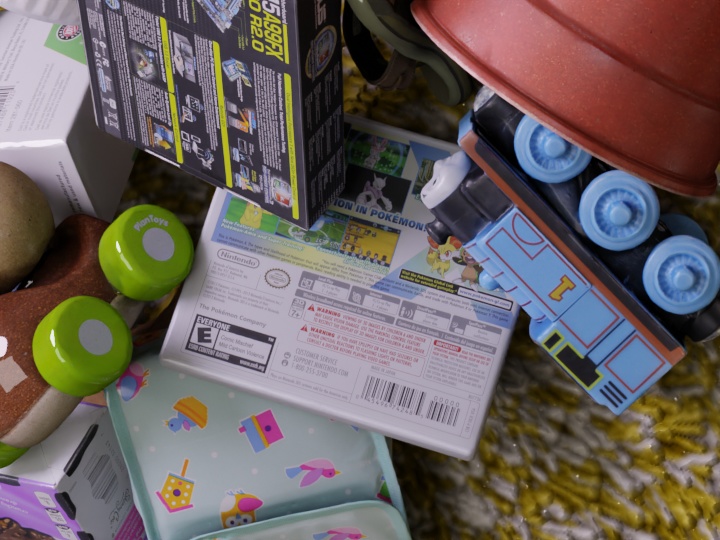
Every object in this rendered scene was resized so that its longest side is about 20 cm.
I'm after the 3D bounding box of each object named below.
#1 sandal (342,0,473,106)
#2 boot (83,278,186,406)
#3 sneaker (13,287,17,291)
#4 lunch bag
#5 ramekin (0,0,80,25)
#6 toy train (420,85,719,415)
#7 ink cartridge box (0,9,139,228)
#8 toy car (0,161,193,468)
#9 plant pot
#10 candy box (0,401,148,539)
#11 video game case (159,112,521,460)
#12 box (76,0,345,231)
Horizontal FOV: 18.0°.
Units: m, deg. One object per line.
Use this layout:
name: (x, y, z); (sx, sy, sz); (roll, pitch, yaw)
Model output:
sandal: (0.014, -0.142, 1.329); (0.057, 0.201, 0.080); (-30, 72, 11)
boot: (-0.161, 0.065, 1.536); (0.075, 0.074, 0.200); (40, 120, 4)
sneaker: (-0.216, -0.029, 1.538); (0.084, 0.075, 0.201); (-36, 62, 14)
lunch bag: (-0.061, 0.128, 1.439); (0.169, 0.122, 0.201); (-14, 100, -2)
ramekin: (-0.192, -0.242, 1.438); (0.202, 0.202, 0.094); (45, 129, 16)
toy train: (0.122, -0.017, 1.313); (0.114, 0.087, 0.200); (-44, 99, 10)
ink cartridge box: (-0.250, -0.096, 1.491); (0.199, 0.147, 0.085); (-3, 134, 19)
toy car: (-0.232, -0.005, 1.378); (0.200, 0.158, 0.164); (40, 141, -11)
plant pot: (0.161, -0.176, 1.242); (0.200, 0.200, 0.196); (38, 108, 20)
candy box: (-0.216, 0.167, 1.535); (0.167, 0.072, 0.201); (7, 141, 30)
video game case: (0.000, 0.000, 1.375); (0.199, 0.022, 0.183); (16, 76, 8)
box: (-0.087, -0.131, 1.303); (0.159, 0.044, 0.201); (25, 146, 21)
